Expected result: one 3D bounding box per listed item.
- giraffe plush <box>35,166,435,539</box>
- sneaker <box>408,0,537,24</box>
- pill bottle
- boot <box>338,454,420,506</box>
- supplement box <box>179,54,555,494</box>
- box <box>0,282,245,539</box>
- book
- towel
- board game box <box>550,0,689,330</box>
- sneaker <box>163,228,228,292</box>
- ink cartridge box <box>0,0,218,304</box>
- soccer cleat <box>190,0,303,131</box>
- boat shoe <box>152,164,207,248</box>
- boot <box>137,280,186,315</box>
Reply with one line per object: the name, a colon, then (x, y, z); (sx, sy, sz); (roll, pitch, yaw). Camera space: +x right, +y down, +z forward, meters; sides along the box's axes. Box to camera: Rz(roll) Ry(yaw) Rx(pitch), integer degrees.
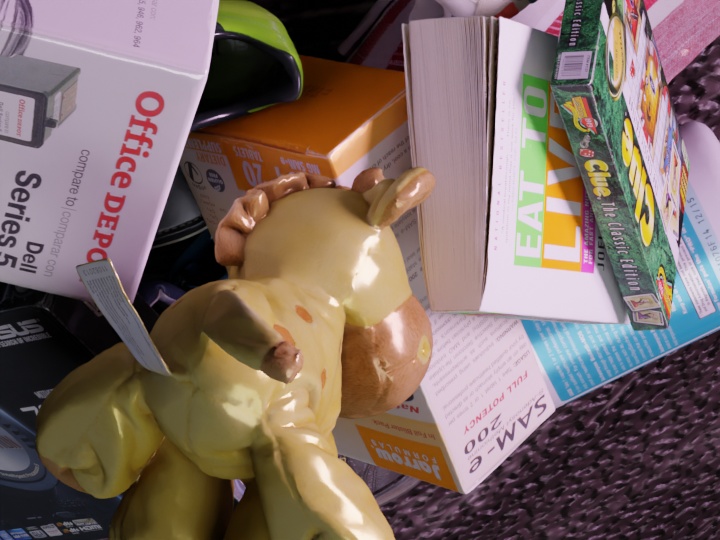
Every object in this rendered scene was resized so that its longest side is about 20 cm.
giraffe plush: (-0.035, 0.035, 1.193); (0.162, 0.172, 0.201); (-48, 136, -42)
sneaker: (0.020, -0.167, 1.235); (0.093, 0.070, 0.200); (-31, 142, 10)
pill bottle: (0.122, 0.007, 1.512); (0.199, 0.111, 0.111); (-26, 147, 4)
boot: (-0.050, 0.107, 1.576); (0.200, 0.069, 0.174); (-34, 155, -2)
supplement box: (0.000, 0.000, 1.337); (0.073, 0.126, 0.201); (-41, 123, -29)
box: (-0.157, 0.064, 1.318); (0.199, 0.044, 0.160); (-11, 132, 41)
book: (0.082, -0.042, 1.312); (0.048, 0.134, 0.200); (-1, 178, 25)
towel: (0.103, -0.130, 1.389); (0.199, 0.023, 0.144); (10, 133, -40)
board game box: (0.127, -0.068, 1.324); (0.023, 0.105, 0.200); (2, 147, 19)
sneaker: (-0.077, 0.026, 1.448); (0.082, 0.073, 0.201); (8, 118, -36)
ink cartridge box: (-0.171, -0.080, 1.159); (0.199, 0.084, 0.146); (13, 133, -10)
soccer cleat: (-0.123, -0.084, 1.256); (0.199, 0.081, 0.068); (-14, 114, -16)
boat shoe: (-0.149, -0.033, 1.325); (0.199, 0.062, 0.075); (-1, 113, -28)
boot: (-0.079, 0.077, 1.372); (0.090, 0.073, 0.200); (3, 145, 48)
